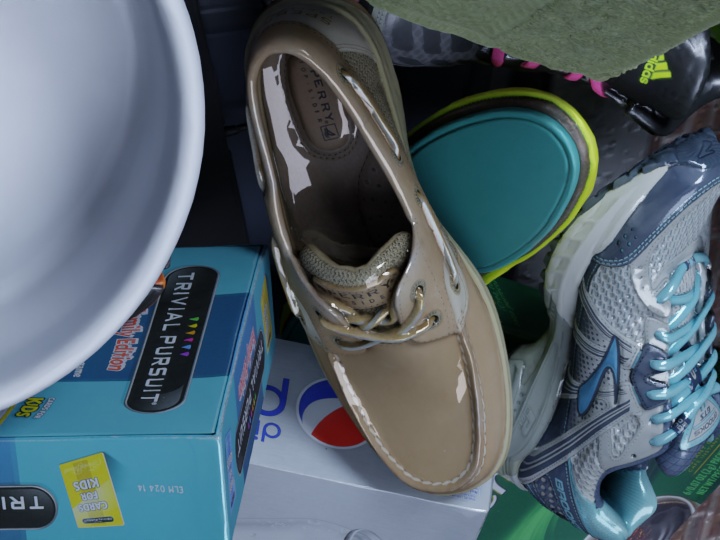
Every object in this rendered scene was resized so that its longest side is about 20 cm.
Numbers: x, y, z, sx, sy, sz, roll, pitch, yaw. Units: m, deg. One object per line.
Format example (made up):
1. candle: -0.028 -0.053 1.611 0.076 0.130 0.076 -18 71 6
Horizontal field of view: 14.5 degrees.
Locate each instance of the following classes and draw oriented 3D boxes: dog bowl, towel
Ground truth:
1. dog bowl: -0.152 -0.055 0.886 0.199 0.079 0.201 -4 109 -12
2. towel: 0.053 -0.111 0.892 0.148 0.037 0.200 16 167 -12

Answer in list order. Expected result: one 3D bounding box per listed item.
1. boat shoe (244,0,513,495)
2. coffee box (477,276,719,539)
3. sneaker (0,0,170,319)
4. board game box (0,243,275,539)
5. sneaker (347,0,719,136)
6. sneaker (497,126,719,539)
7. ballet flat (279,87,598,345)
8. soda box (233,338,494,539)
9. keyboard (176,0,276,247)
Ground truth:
1. boat shoe: 0.000 0.000 1.029 0.071 0.065 0.201 -17 107 16
2. coffee box: 0.076 0.071 1.247 0.200 0.044 0.123 19 121 -38
3. sneaker: -0.118 -0.080 0.970 0.075 0.078 0.201 -12 110 -9
4. board game box: -0.137 0.044 0.991 0.199 0.151 0.047 -1 115 5
5. sneaker: 0.092 -0.096 1.057 0.199 0.088 0.074 -3 133 -24
6. sneaker: 0.116 0.029 1.114 0.078 0.086 0.200 -29 153 -37
7. ballet flat: 0.034 -0.021 1.102 0.200 0.067 0.067 -45 180 44
8. soda box: -0.049 0.068 1.113 0.199 0.064 0.068 12 141 -6
9. keyboard: -0.066 -0.053 1.077 0.127 0.021 0.200 -14 138 -4
